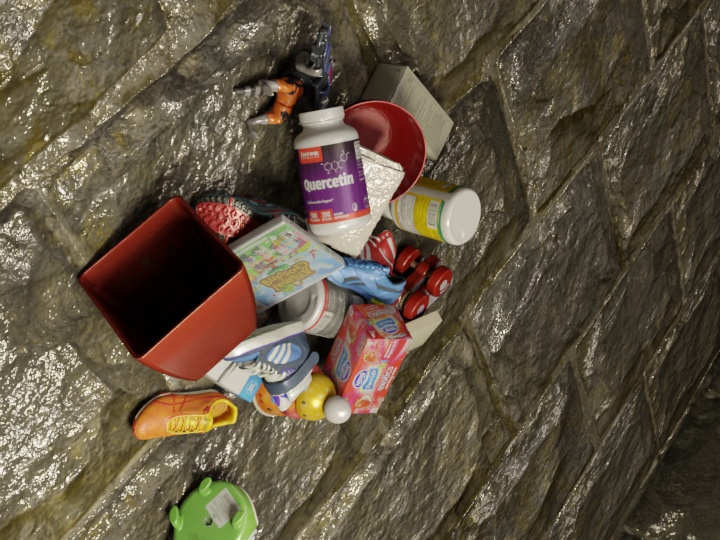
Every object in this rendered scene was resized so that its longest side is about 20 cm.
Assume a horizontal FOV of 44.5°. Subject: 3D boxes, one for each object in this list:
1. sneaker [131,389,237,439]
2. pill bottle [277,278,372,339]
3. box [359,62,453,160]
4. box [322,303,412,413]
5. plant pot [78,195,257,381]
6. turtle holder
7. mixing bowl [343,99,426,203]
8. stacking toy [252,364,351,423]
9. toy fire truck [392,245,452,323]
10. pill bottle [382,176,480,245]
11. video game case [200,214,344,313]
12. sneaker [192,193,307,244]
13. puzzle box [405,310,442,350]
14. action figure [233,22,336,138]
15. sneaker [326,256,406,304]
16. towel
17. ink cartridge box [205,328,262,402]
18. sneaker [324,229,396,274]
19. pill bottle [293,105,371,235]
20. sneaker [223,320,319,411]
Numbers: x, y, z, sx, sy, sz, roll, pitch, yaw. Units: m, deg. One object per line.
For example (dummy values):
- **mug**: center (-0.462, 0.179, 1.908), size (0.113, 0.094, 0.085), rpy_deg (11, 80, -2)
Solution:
- **sneaker**: center (-0.293, 0.244, 1.487), size (0.198, 0.076, 0.074), rpy_deg (-10, 113, -45)
- **pill bottle**: center (-0.053, 0.070, 1.667), size (0.199, 0.113, 0.116), rpy_deg (17, 91, -50)
- **box**: center (0.093, -0.310, 1.721), size (0.200, 0.077, 0.096), rpy_deg (40, 74, -48)
- **box**: center (0.006, 0.166, 1.633), size (0.098, 0.096, 0.202), rpy_deg (3, 129, -29)
- **plant pot**: center (-0.268, 0.049, 1.338), size (0.199, 0.200, 0.177), rpy_deg (-41, 145, -10)
- **turtle holder**: center (-0.259, 0.472, 1.564), size (0.132, 0.139, 0.188), rpy_deg (56, 51, -62)
- **mixing bowl**: center (0.015, -0.231, 1.607), size (0.196, 0.109, 0.203), rpy_deg (-4, 121, -7)
- **stacking toy**: center (-0.094, 0.224, 1.611), size (0.145, 0.198, 0.149), rpy_deg (-20, 118, -43)
- **toy fire truck**: center (0.107, 0.061, 1.865), size (0.200, 0.111, 0.169), rpy_deg (-44, 151, -28)
- **pill bottle**: center (0.130, -0.125, 1.736), size (0.112, 0.198, 0.115), rpy_deg (-19, 118, -42)
- **video game case**: center (-0.154, -0.006, 1.488), size (0.182, 0.198, 0.022), rpy_deg (35, 34, -48)
- **sneaker**: center (-0.192, -0.085, 1.482), size (0.197, 0.096, 0.081), rpy_deg (14, 104, -24)
- **puzzle box**: center (0.062, 0.151, 1.797), size (0.197, 0.026, 0.133), rpy_deg (-20, 161, -25)
- **action figure**: center (-0.110, -0.331, 1.467), size (0.193, 0.104, 0.202), rpy_deg (-42, 156, -37)
- **sneaker**: center (0.000, 0.000, 1.632), size (0.198, 0.066, 0.079), rpy_deg (28, 114, -32)
- **towel**: center (-0.017, -0.126, 1.578), size (0.131, 0.035, 0.202), rpy_deg (21, 113, -20)
- **ink cartridge box**: center (-0.238, 0.131, 1.512), size (0.200, 0.067, 0.117), rpy_deg (43, 70, -47)
- **sneaker**: center (-0.006, -0.051, 1.712), size (0.199, 0.071, 0.114), rpy_deg (39, 56, -32)
- **pill bottle**: center (-0.049, -0.167, 1.471), size (0.112, 0.111, 0.204), rpy_deg (-20, 105, -43)
- **sneaker**: center (-0.153, 0.173, 1.494), size (0.199, 0.080, 0.149), rpy_deg (-15, 98, -53)
